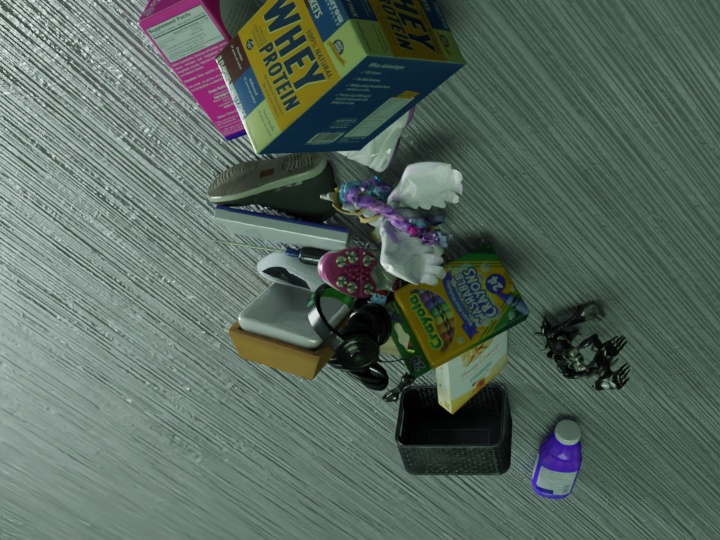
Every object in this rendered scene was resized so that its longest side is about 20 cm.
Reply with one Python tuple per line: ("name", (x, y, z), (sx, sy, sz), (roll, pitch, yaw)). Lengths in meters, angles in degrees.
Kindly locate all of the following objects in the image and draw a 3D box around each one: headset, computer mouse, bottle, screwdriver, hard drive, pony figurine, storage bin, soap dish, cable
("headset", (-0.003, 0.108, 1.407), (0.199, 0.124, 0.094), (41, 120, -2))
("computer mouse", (-0.070, 0.003, 1.511), (0.197, 0.110, 0.044), (16, 119, 7))
("bottle", (0.379, 0.359, 1.807), (0.082, 0.066, 0.202), (6, 137, 5))
("screwdriver", (-0.132, -0.034, 1.479), (0.197, 0.028, 0.029), (12, 144, -4))
("hard drive", (-0.115, -0.061, 1.444), (0.197, 0.026, 0.132), (11, 174, 1))
("pony figurine", (0.058, -0.070, 1.338), (0.191, 0.169, 0.200), (14, 177, 24))
("storage bin", (0.171, 0.289, 1.723), (0.197, 0.136, 0.094), (-4, 136, 16))
("soap dish", (-0.096, 0.086, 1.496), (0.155, 0.200, 0.082), (14, 118, 17))
("cable", (-0.022, 0.146, 1.608), (0.199, 0.163, 0.051), (32, 90, -23))

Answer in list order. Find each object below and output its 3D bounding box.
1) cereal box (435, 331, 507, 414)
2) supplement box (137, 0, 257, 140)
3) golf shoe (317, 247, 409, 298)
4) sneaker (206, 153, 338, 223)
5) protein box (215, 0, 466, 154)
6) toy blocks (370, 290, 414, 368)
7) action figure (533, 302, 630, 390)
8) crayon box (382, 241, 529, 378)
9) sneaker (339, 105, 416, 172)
("cereal box", (0.182, 0.125, 1.551), (0.039, 0.143, 0.202), (36, 151, 34))
("supplement box", (-0.175, -0.282, 1.213), (0.102, 0.102, 0.201), (-14, 131, 26))
("golf shoe", (0.000, 0.000, 1.444), (0.198, 0.077, 0.091), (5, -175, -45))
("sneaker", (-0.126, -0.106, 1.411), (0.197, 0.075, 0.107), (-10, 134, 20))
("protein box", (-0.023, -0.248, 1.120), (0.199, 0.136, 0.197), (-34, 165, 38))
("toy blocks", (0.087, 0.076, 1.561), (0.197, 0.100, 0.138), (11, 126, 1))
("action figure", (0.361, 0.125, 1.521), (0.101, 0.200, 0.120), (-25, 108, -12))
("crayon box", (0.138, 0.060, 1.429), (0.198, 0.127, 0.052), (-28, 164, -4))
("sneaker", (0.019, -0.213, 1.263), (0.098, 0.076, 0.201), (16, 137, -7))
